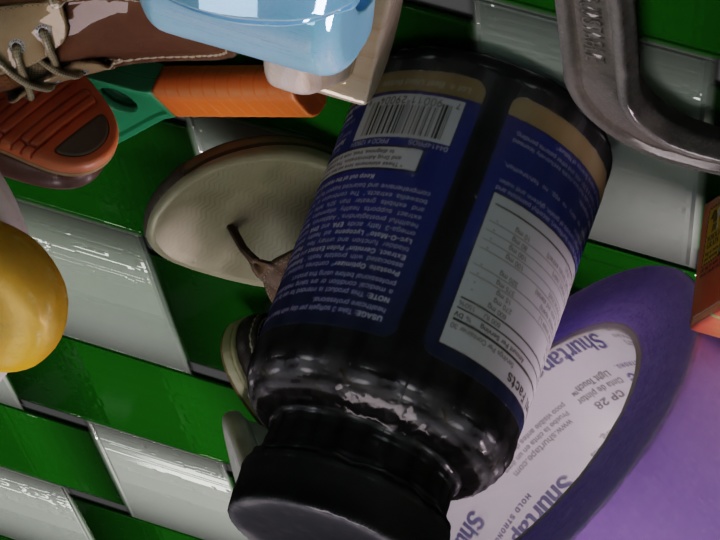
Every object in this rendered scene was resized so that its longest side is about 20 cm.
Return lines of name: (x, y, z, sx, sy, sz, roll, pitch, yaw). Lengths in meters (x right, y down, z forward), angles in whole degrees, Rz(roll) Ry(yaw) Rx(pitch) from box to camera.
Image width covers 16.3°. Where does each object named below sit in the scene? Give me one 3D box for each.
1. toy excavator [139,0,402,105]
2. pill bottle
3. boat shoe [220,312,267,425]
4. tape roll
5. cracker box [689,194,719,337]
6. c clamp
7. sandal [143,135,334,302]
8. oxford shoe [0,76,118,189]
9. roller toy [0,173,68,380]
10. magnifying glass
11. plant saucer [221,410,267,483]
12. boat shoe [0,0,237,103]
toy excavator: (-0.024, -0.109, 0.855, 0.100, 0.195, 0.201, 17, 130, 8)
pill bottle: (0.021, 0.020, 1.000, 0.111, 0.201, 0.112, 18, 157, 8)
boat shoe: (0.014, 0.083, 1.342, 0.200, 0.073, 0.065, 39, 127, -20)
tape roll: (0.090, 0.099, 1.017, 0.085, 0.200, 0.200, 42, 153, -16)
cracker box: (0.239, 0.004, 0.920, 0.199, 0.058, 0.134, 16, 159, -13)
c clamp: (0.146, -0.076, 0.897, 0.170, 0.027, 0.200, 17, 157, 10)
sandal: (0.001, 0.000, 1.126, 0.200, 0.057, 0.080, 20, 123, -12)
oxford shoe: (-0.187, -0.072, 1.111, 0.200, 0.071, 0.073, 25, 133, 27)
roller toy: (-0.235, 0.004, 1.056, 0.183, 0.140, 0.200, 47, 133, -9)
magnifying glass: (-0.100, -0.081, 1.120, 0.199, 0.022, 0.080, 5, 152, 38)
plant saucer: (-0.021, 0.163, 1.281, 0.050, 0.201, 0.200, -16, 157, -5)
boat shoe: (-0.134, -0.101, 1.029, 0.199, 0.072, 0.076, 8, 155, 30)
